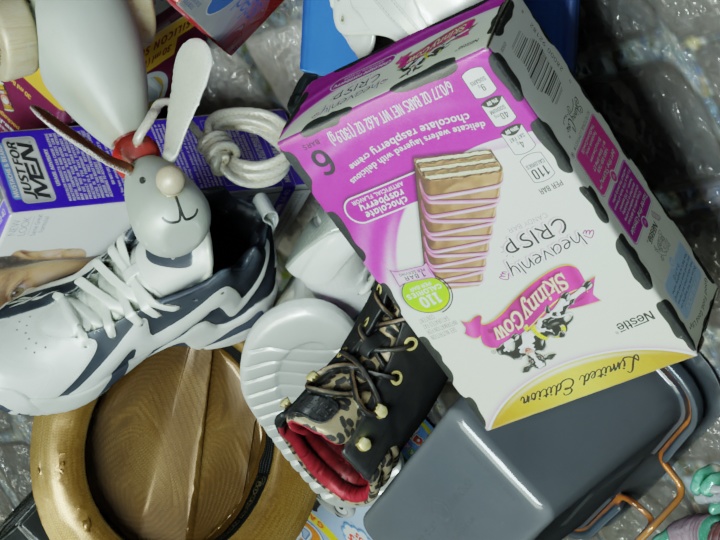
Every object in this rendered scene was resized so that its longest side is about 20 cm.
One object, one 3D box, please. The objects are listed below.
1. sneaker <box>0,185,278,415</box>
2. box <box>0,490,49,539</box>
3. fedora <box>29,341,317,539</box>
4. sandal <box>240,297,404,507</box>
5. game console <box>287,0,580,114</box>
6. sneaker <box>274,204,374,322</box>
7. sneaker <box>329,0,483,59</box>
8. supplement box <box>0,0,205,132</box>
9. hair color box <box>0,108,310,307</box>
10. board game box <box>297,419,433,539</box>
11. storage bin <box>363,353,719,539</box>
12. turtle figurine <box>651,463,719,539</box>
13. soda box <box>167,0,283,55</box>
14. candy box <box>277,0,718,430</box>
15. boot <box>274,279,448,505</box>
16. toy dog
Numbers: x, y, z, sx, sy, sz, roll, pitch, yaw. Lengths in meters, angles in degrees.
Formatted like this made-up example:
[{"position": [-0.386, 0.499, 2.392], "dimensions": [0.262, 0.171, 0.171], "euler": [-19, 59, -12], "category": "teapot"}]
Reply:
[{"position": [-0.129, 0.005, 1.527], "dimensions": [0.080, 0.198, 0.130], "euler": [65, 153, 28], "category": "sneaker"}, {"position": [-0.166, 0.156, 1.814], "dimensions": [0.086, 0.200, 0.164], "euler": [45, 146, -5], "category": "box"}, {"position": [-0.119, 0.111, 1.699], "dimensions": [0.201, 0.200, 0.082], "euler": [55, 165, -6], "category": "fedora"}, {"position": [-0.024, 0.073, 1.627], "dimensions": [0.082, 0.050, 0.203], "euler": [-8, 140, 7], "category": "sandal"}, {"position": [0.067, -0.111, 1.468], "dimensions": [0.199, 0.119, 0.171], "euler": [12, 161, 44], "category": "game console"}, {"position": [0.000, 0.000, 1.593], "dimensions": [0.080, 0.071, 0.200], "euler": [31, 164, 5], "category": "sneaker"}, {"position": [-0.003, -0.166, 1.408], "dimensions": [0.200, 0.075, 0.100], "euler": [41, 116, 35], "category": "sneaker"}, {"position": [-0.182, -0.108, 1.660], "dimensions": [0.103, 0.131, 0.200], "euler": [42, 146, 15], "category": "supplement box"}, {"position": [-0.139, -0.034, 1.604], "dimensions": [0.109, 0.199, 0.065], "euler": [-58, 46, 48], "category": "hair color box"}, {"position": [0.002, 0.153, 1.768], "dimensions": [0.151, 0.037, 0.200], "euler": [45, 146, 9], "category": "board game box"}, {"position": [0.097, 0.113, 1.535], "dimensions": [0.146, 0.134, 0.200], "euler": [46, 146, 8], "category": "storage bin"}, {"position": [0.234, 0.164, 1.456], "dimensions": [0.151, 0.100, 0.200], "euler": [66, 162, 4], "category": "turtle figurine"}, {"position": [-0.081, -0.171, 1.449], "dimensions": [0.063, 0.070, 0.200], "euler": [45, -178, 6], "category": "soda box"}, {"position": [0.070, -0.026, 1.366], "dimensions": [0.136, 0.061, 0.200], "euler": [-23, 116, 33], "category": "candy box"}, {"position": [0.015, 0.032, 1.492], "dimensions": [0.073, 0.151, 0.200], "euler": [27, 159, 19], "category": "boot"}, {"position": [-0.133, -0.110, 1.478], "dimensions": [0.200, 0.132, 0.097], "euler": [38, 148, 22], "category": "toy dog"}]
